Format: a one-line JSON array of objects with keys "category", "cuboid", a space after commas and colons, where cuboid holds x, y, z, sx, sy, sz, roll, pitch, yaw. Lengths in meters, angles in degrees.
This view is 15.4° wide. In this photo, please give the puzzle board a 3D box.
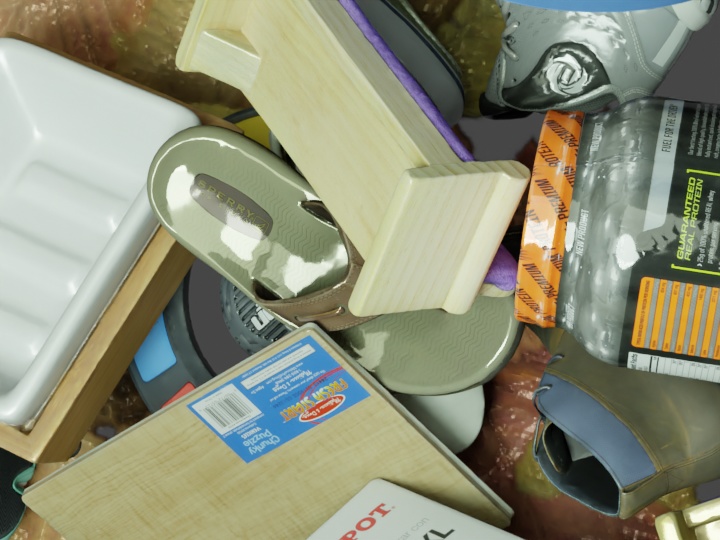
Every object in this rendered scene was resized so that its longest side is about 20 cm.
[{"category": "puzzle board", "cuboid": [-0.047, 0.114, 1.318, 0.200, 0.017, 0.151, -31, 117, 30]}]

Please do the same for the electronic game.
[{"category": "electronic game", "cuboid": [-0.036, 0.011, 1.378, 0.200, 0.042, 0.200, -2, 84, 21]}]

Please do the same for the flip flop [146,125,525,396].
[{"category": "flip flop", "cuboid": [-0.017, -0.005, 1.256, 0.200, 0.058, 0.081, 32, 98, 11]}]

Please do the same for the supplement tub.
[{"category": "supplement tub", "cuboid": [0.173, -0.009, 1.174, 0.200, 0.123, 0.123, 10, 89, 7]}]

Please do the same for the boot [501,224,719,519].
[{"category": "boot", "cuboid": [0.102, 0.044, 1.265, 0.200, 0.097, 0.075, 33, 142, 43]}]

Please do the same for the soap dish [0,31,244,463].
[{"category": "soap dish", "cuboid": [-0.166, -0.009, 1.351, 0.157, 0.081, 0.200, 23, 72, 27]}]

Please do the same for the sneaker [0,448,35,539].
[{"category": "sneaker", "cuboid": [-0.258, 0.070, 1.449, 0.140, 0.078, 0.200, -18, 70, 21]}]

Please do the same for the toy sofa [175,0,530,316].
[{"category": "toy sofa", "cuboid": [0.005, -0.073, 1.231, 0.200, 0.098, 0.083, 55, 136, 38]}]

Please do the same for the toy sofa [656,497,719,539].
[{"category": "toy sofa", "cuboid": [0.245, 0.120, 1.217, 0.200, 0.098, 0.083, -21, 81, 19]}]

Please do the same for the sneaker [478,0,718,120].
[{"category": "sneaker", "cuboid": [0.070, -0.138, 1.333, 0.200, 0.075, 0.116, 32, 101, 21]}]

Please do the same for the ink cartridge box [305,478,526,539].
[{"category": "ink cartridge box", "cuboid": [0.038, 0.192, 1.205, 0.200, 0.146, 0.084, 19, 137, 41]}]

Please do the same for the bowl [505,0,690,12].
[{"category": "bowl", "cuboid": [0.108, -0.197, 1.265, 0.200, 0.201, 0.039, 21, 137, 22]}]

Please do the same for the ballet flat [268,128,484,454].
[{"category": "ballet flat", "cuboid": [0.000, 0.000, 1.314, 0.069, 0.069, 0.200, -25, 80, 18]}]

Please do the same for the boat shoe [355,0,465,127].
[{"category": "boat shoe", "cuboid": [-0.013, -0.147, 1.365, 0.062, 0.072, 0.200, -39, 69, -24]}]
